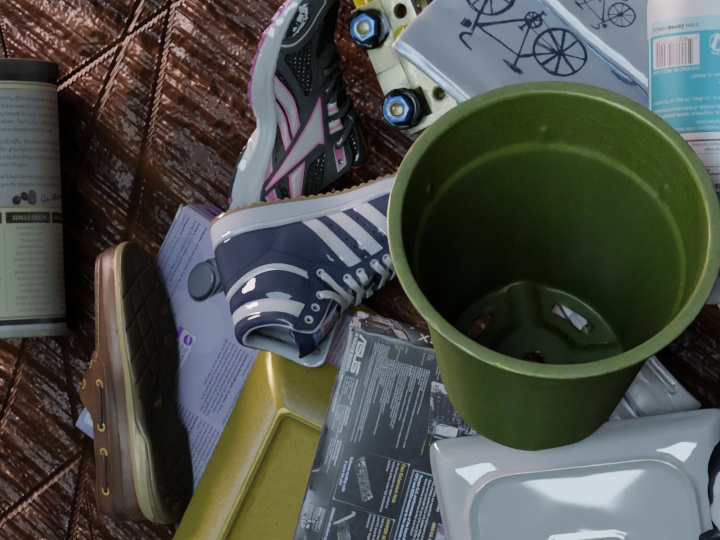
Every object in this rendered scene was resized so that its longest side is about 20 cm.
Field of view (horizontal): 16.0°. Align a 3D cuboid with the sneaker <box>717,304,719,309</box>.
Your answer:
[{"bbox_3d":[0.282,0.054,1.647,0.076,0.081,0.201,-35,75,23],"label":"sneaker"}]

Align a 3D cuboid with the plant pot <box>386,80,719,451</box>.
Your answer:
[{"bbox_3d":[0.114,0.019,1.580,0.198,0.190,0.201,0,60,0],"label":"plant pot"}]

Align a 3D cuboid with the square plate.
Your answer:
[{"bbox_3d":[0.152,0.199,1.655,0.197,0.028,0.202,-7,97,14],"label":"square plate"}]

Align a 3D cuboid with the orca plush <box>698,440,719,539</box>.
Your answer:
[{"bbox_3d":[0.275,0.152,1.614,0.105,0.200,0.071,-38,35,26],"label":"orca plush"}]

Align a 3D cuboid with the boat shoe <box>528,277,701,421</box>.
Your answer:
[{"bbox_3d":[0.157,0.026,1.720,0.065,0.074,0.201,-34,80,6],"label":"boat shoe"}]

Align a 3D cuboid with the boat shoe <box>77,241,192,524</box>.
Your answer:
[{"bbox_3d":[-0.170,0.081,1.812,0.067,0.072,0.202,-6,91,24],"label":"boat shoe"}]

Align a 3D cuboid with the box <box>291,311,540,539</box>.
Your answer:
[{"bbox_3d":[0.044,0.145,1.709,0.157,0.050,0.201,15,101,3],"label":"box"}]

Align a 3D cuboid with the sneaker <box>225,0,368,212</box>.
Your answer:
[{"bbox_3d":[-0.030,-0.109,1.790,0.086,0.080,0.201,20,127,11],"label":"sneaker"}]

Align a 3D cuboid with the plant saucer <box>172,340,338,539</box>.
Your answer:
[{"bbox_3d":[-0.019,0.179,1.772,0.199,0.048,0.201,25,102,1],"label":"plant saucer"}]

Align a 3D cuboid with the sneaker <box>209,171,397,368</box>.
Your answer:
[{"bbox_3d":[0.000,0.000,1.750,0.198,0.070,0.109,-11,62,3],"label":"sneaker"}]

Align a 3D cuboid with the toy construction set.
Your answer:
[{"bbox_3d":[0.061,-0.165,1.751,0.131,0.092,0.201,-25,69,23],"label":"toy construction set"}]

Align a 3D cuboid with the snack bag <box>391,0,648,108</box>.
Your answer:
[{"bbox_3d":[0.144,-0.158,1.681,0.188,0.021,0.200,43,75,11],"label":"snack bag"}]

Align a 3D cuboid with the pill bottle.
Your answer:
[{"bbox_3d":[0.236,-0.080,1.607,0.110,0.111,0.202,-1,90,25],"label":"pill bottle"}]

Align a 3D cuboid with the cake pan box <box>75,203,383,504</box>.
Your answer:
[{"bbox_3d":[-0.091,0.082,1.841,0.184,0.052,0.201,32,103,24],"label":"cake pan box"}]

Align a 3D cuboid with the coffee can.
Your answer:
[{"bbox_3d":[-0.291,-0.050,1.880,0.145,0.146,0.202,-3,89,25],"label":"coffee can"}]
